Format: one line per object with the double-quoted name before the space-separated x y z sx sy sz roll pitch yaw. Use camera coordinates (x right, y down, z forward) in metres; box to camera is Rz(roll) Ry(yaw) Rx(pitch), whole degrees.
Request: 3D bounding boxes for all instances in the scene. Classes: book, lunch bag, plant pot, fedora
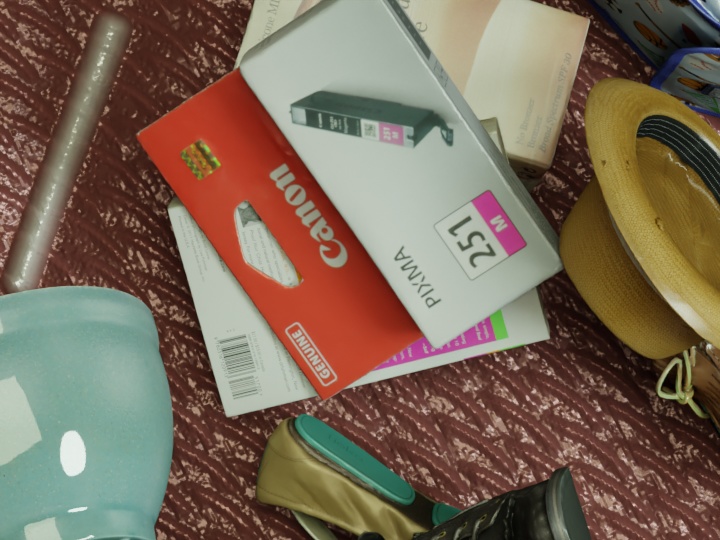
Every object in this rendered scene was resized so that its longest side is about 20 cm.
"book" 0.000 0.000 1.647 0.199 0.048 0.134 -13 104 6
"lunch bag" 0.213 -0.172 1.684 0.124 0.170 0.200 -43 86 -6
"plant pot" -0.187 0.117 1.554 0.199 0.201 0.135 -18 68 -9
"fedora" 0.169 -0.014 1.579 0.082 0.200 0.201 -38 83 28

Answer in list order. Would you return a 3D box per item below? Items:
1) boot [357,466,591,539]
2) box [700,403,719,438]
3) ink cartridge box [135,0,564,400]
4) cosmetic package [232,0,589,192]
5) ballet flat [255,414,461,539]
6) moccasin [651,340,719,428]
"boot" 0.038 0.166 1.530 0.173 0.200 0.070 -16 84 -3
"box" 0.280 0.065 1.711 0.144 0.036 0.201 -28 81 -10
"ink cartridge box" -0.008 -0.041 1.594 0.173 0.044 0.200 -33 101 13
"cosmetic package" 0.027 -0.127 1.697 0.199 0.087 0.104 15 79 -2
"ballet flat" 0.028 0.158 1.661 0.199 0.069 0.063 32 105 4
"moccasin" 0.198 0.043 1.653 0.077 0.074 0.202 -27 81 -5
